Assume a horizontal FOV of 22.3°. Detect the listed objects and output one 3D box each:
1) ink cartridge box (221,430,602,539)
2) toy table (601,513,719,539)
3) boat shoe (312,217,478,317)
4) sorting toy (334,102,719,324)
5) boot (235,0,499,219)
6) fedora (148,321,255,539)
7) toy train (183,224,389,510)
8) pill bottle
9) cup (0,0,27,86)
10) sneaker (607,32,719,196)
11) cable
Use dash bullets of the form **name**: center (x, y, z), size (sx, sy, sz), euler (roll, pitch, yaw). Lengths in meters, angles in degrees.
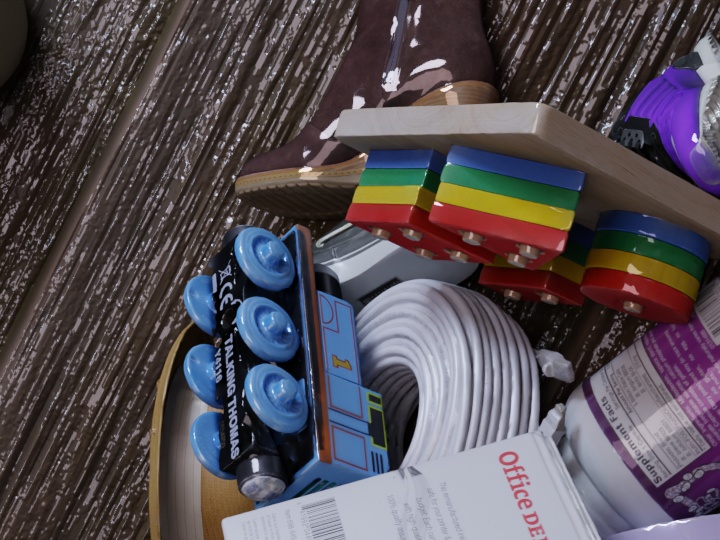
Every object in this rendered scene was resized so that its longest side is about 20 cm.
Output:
- **ink cartridge box**: center (0.035, 0.182, 1.017), size (0.198, 0.086, 0.146), euler (-16, 31, -2)
- **toy table**: center (0.196, 0.223, 1.082), size (0.199, 0.183, 0.118), euler (-23, 57, 34)
- **boat shoe**: center (0.000, 0.000, 1.258), size (0.199, 0.071, 0.064), euler (-24, 41, 27)
- **sorting toy**: center (0.107, -0.028, 1.092), size (0.198, 0.199, 0.070), euler (5, 74, 56)
- **boot**: center (0.004, -0.129, 1.280), size (0.198, 0.072, 0.168), euler (-10, 67, 24)
- **fedora**: center (-0.085, 0.134, 1.216), size (0.081, 0.201, 0.203), euler (0, 82, 9)
- **toy train**: center (-0.047, 0.063, 1.151), size (0.087, 0.114, 0.202), euler (-40, 41, 34)
- **pill bottle**: center (0.197, 0.093, 1.125), size (0.200, 0.112, 0.113), euler (-40, 69, 14)
- **cup**: center (-0.334, -0.194, 1.386), size (0.198, 0.143, 0.203), euler (-3, 81, 23)
- **sneaker**: center (0.195, -0.075, 1.118), size (0.099, 0.200, 0.070), euler (-34, 101, 19)
- **cable**: center (0.034, 0.106, 1.172), size (0.202, 0.069, 0.200), euler (-64, 32, 10)
